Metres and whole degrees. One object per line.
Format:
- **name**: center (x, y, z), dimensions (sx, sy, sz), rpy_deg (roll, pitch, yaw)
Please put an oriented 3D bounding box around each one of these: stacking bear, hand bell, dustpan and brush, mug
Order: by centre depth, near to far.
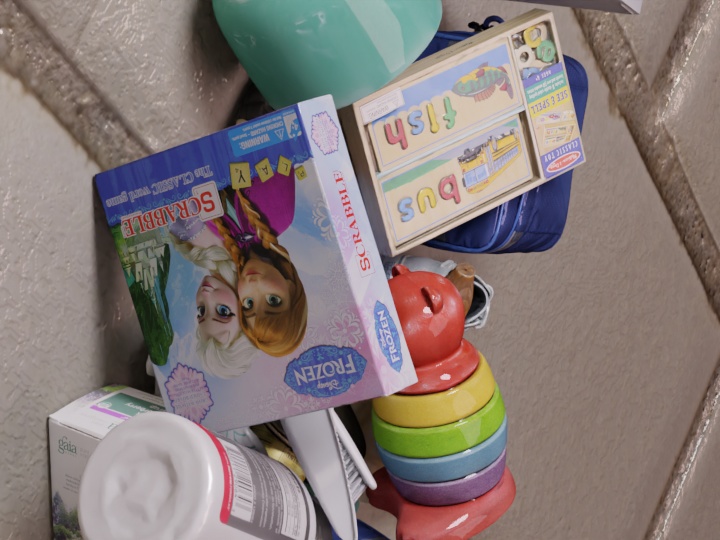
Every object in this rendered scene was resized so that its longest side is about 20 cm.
- **mug**: center (-0.039, -0.208, 1.466), dimensions (0.152, 0.185, 0.115), rpy_deg (-42, 124, -13)
- **dustpan and brush**: center (-0.030, 0.102, 1.472), dimensions (0.201, 0.057, 0.140), rpy_deg (62, 0, -3)
- **stacking bear**: center (0.053, 0.095, 1.551), dimensions (0.113, 0.121, 0.201), rpy_deg (-17, 116, -12)
- **hand bell**: center (0.051, 0.067, 1.632), dimensions (0.104, 0.104, 0.201), rpy_deg (-36, 157, -45)

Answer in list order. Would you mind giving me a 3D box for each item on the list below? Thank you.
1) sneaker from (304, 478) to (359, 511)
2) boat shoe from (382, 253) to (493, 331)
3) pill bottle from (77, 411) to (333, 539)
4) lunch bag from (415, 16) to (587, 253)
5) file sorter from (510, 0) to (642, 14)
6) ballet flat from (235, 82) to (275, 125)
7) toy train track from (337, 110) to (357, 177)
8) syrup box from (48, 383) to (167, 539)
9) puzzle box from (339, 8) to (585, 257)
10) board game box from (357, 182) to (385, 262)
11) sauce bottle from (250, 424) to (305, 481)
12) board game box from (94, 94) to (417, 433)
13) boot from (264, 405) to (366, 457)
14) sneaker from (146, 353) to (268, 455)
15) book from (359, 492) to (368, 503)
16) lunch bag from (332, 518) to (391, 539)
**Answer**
- **sneaker**: center (-0.064, 0.213, 1.659), dimensions (0.087, 0.074, 0.201), rpy_deg (35, 74, -52)
- **boat shoe**: center (0.075, 0.029, 1.716), dimensions (0.201, 0.071, 0.071), rpy_deg (25, 74, -69)
- **pill bottle**: center (-0.099, 0.174, 1.397), dimensions (0.200, 0.110, 0.111), rpy_deg (34, 74, -57)
- **lunch bag**: center (0.101, -0.115, 1.702), dimensions (0.132, 0.135, 0.202), rpy_deg (-5, 105, -57)
- **file sorter**: center (0.123, -0.294, 1.622), dimensions (0.139, 0.199, 0.125), rpy_deg (21, 81, -58)
- **ballet flat**: center (-0.030, -0.157, 1.539), dimensions (0.200, 0.066, 0.057), rpy_deg (-52, -174, -15)
- **toy train track**: center (-0.018, -0.103, 1.639), dimensions (0.115, 0.032, 0.201), rpy_deg (-36, 137, -55)
- **syrup box**: center (-0.172, 0.193, 1.471), dimensions (0.081, 0.078, 0.201), rpy_deg (-25, 123, -50)
- **puzzle box**: center (0.083, -0.109, 1.582), dimensions (0.199, 0.025, 0.134), rpy_deg (-27, 115, -24)
- **board game box**: center (0.000, 0.000, 1.624), dimensions (0.200, 0.019, 0.104), rpy_deg (64, 24, -72)
- **sauce bottle**: center (-0.073, 0.155, 1.626), dimensions (0.201, 0.064, 0.065), rpy_deg (-62, 146, -19)
- **board game box**: center (-0.075, 0.003, 1.370), dimensions (0.041, 0.199, 0.201), rpy_deg (-20, 93, -51)
- **boot**: center (-0.037, 0.082, 1.555), dimensions (0.075, 0.097, 0.200), rpy_deg (-47, 115, -27)
- **sneaker**: center (-0.123, 0.123, 1.519), dimensions (0.080, 0.070, 0.201), rpy_deg (-52, 134, -52)
- **book**: center (0.045, 0.101, 1.812), dimensions (0.133, 0.048, 0.202), rpy_deg (-8, 107, -57)
- **lunch bag**: center (-0.042, 0.276, 1.560), dimensions (0.199, 0.135, 0.133), rpy_deg (-14, 121, -46)
